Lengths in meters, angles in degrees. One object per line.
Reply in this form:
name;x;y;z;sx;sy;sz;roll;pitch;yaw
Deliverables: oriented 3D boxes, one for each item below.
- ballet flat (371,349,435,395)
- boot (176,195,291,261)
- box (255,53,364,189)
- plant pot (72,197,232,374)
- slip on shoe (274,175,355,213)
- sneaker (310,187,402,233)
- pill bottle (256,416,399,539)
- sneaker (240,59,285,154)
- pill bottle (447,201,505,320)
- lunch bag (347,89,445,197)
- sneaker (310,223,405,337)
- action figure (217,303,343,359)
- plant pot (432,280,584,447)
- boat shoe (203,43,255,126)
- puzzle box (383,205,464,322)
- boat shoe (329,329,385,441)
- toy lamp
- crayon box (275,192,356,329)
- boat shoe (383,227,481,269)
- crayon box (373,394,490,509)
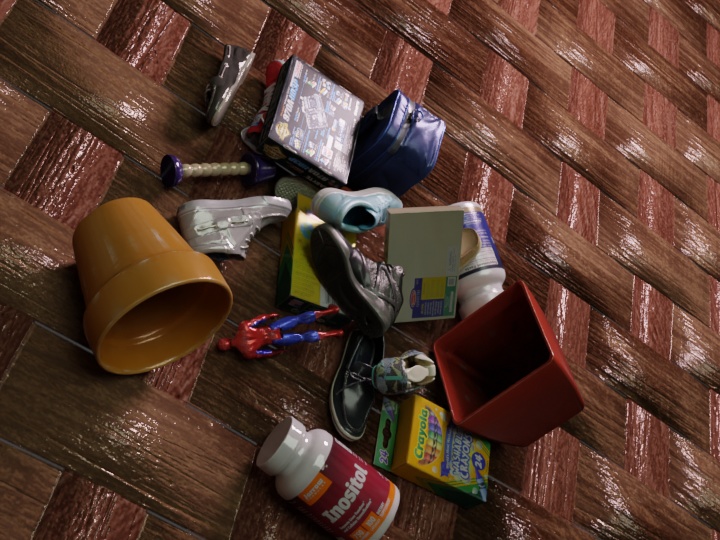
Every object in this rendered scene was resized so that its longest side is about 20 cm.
ballet flat;0.085;0.167;1.605;0.075;0.074;0.199;61;23;8
boot;-0.192;-0.060;1.569;0.198;0.073;0.097;-6;75;-32
box;-0.081;-0.247;1.681;0.158;0.046;0.202;29;51;-24
plant pot;-0.303;0.008;1.359;0.198;0.201;0.184;-9;56;-41
slip on shoe;-0.060;-0.120;1.714;0.198;0.075;0.061;12;23;-26
sneaker;0.010;-0.089;1.645;0.198;0.075;0.082;-6;36;-44
pill bottle;-0.049;0.304;1.430;0.199;0.113;0.114;39;47;-13
sneaker;-0.157;-0.281;1.717;0.111;0.071;0.203;1;66;-42
pill bottle;0.198;-0.013;1.815;0.115;0.115;0.202;-4;68;-40
lunch bag;0.049;-0.222;1.759;0.131;0.200;0.137;30;55;-18
sneaker;0.000;0.000;1.608;0.200;0.076;0.114;53;41;-4
action figure;-0.125;0.097;1.522;0.198;0.051;0.066;-10;95;-29
plant pot;0.267;0.179;1.685;0.176;0.199;0.201;40;23;-33
boat shoe;-0.236;-0.317;1.685;0.056;0.067;0.201;24;45;-5
puzzle box;0.103;-0.009;1.676;0.131;0.203;0.025;-3;23;-15
boat shoe;-0.001;0.174;1.582;0.074;0.062;0.202;31;51;-23
toy lamp;-0.225;-0.162;1.605;0.198;0.058;0.059;-7;70;-38
crayon box;-0.070;-0.016;1.646;0.126;0.051;0.202;22;54;-28
boat shoe;0.123;-0.024;1.727;0.198;0.067;0.075;-26;71;-9
crayon box;0.121;0.291;1.619;0.199;0.051;0.127;29;50;-22
